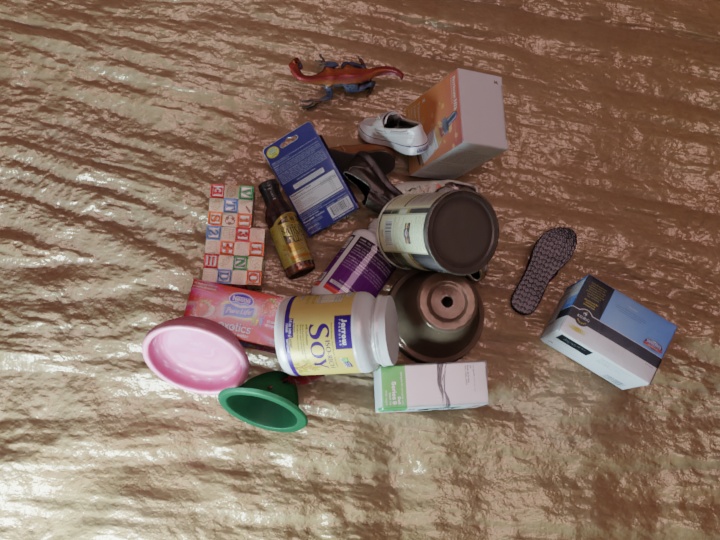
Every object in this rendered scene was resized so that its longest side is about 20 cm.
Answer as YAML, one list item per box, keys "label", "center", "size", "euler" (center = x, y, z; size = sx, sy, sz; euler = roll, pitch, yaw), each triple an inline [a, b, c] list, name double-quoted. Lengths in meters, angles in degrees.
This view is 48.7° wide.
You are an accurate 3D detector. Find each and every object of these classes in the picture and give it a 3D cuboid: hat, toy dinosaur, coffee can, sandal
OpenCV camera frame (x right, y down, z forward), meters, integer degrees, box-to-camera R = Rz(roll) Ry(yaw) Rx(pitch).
- label: "hat"
  center: [-0.154, 0.195, 1.510]
  size: [0.200, 0.165, 0.177]
  euler: [43, 48, -37]
- label: "toy dinosaur"
  center: [-0.049, -0.408, 1.619]
  size: [0.181, 0.199, 0.106]
  euler: [-12, 88, -51]
- label: "coffee can"
  center: [0.135, -0.070, 1.440]
  size: [0.146, 0.200, 0.147]
  euler: [-2, 94, -24]
- label: "sandal"
  center: [0.368, -0.002, 1.622]
  size: [0.075, 0.045, 0.201]
  euler: [32, 92, 9]

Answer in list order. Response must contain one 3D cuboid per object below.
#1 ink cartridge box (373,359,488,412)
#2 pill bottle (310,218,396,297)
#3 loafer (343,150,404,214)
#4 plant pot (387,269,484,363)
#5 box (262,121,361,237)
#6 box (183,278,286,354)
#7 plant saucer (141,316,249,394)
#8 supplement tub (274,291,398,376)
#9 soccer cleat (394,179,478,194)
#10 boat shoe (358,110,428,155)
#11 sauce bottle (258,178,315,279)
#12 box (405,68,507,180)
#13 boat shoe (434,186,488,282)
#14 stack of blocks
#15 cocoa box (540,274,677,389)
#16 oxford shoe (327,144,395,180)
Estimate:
- label: "ink cartridge box"
  center: [0.130, 0.220, 1.497]
  size: [0.199, 0.146, 0.085]
  euler: [-2, 78, -4]
- label: "pill bottle"
  center: [0.000, 0.000, 1.554]
  size: [0.112, 0.112, 0.200]
  euler: [36, 78, 4]
- label: "loafer"
  center: [0.037, -0.138, 1.563]
  size: [0.071, 0.073, 0.200]
  euler: [-37, 85, -21]
- label: "plant pot"
  center: [0.151, 0.072, 1.518]
  size: [0.199, 0.175, 0.201]
  euler: [1, 76, -4]
- label: "box"
  center: [-0.098, -0.183, 1.595]
  size: [0.121, 0.032, 0.201]
  euler: [-29, 90, 13]
- label: "box"
  center: [-0.231, 0.090, 1.526]
  size: [0.199, 0.096, 0.100]
  euler: [13, 76, -1]
- label: "plant saucer"
  center: [-0.300, 0.152, 1.473]
  size: [0.199, 0.201, 0.051]
  euler: [12, 45, -1]
- label: "supplement tub"
  center: [-0.040, 0.113, 1.422]
  size: [0.199, 0.145, 0.146]
  euler: [-5, 77, 14]
- label: "soccer cleat"
  center: [0.142, -0.155, 1.616]
  size: [0.199, 0.078, 0.070]
  euler: [-3, 78, -4]
- label: "boat shoe"
  center: [0.064, -0.288, 1.592]
  size: [0.073, 0.066, 0.200]
  euler: [-32, 36, -28]
- label: "sauce bottle"
  center: [-0.152, -0.084, 1.586]
  size: [0.066, 0.066, 0.201]
  euler: [-22, 82, -8]
- label: "box"
  center: [0.185, -0.283, 1.573]
  size: [0.106, 0.200, 0.153]
  euler: [4, 76, -26]
- label: "boat shoe"
  center: [0.202, -0.072, 1.569]
  size: [0.074, 0.068, 0.201]
  euler: [-25, 102, 13]
- label: "stack of blocks"
  center: [-0.245, -0.065, 1.578]
  size: [0.114, 0.059, 0.201]
  euler: [3, 77, -4]
- label: "cocoa box"
  center: [0.480, 0.121, 1.550]
  size: [0.199, 0.133, 0.132]
  euler: [31, 77, 3]
- label: "oxford shoe"
  center: [-0.025, -0.227, 1.634]
  size: [0.199, 0.071, 0.072]
  euler: [1, 121, 7]
